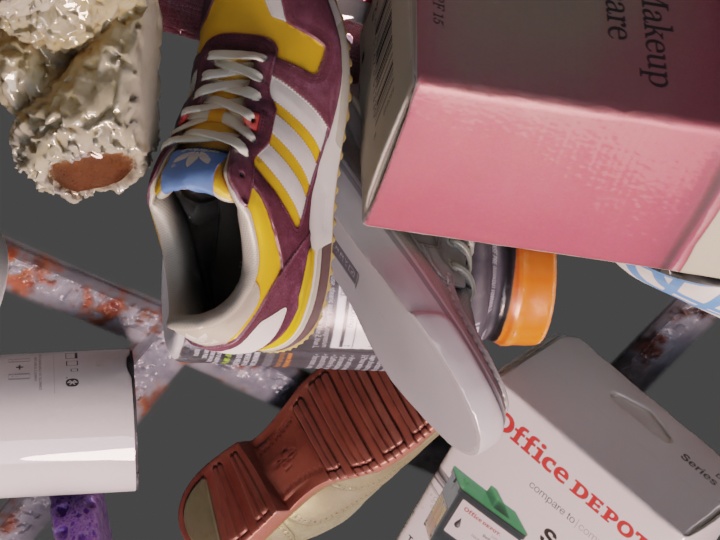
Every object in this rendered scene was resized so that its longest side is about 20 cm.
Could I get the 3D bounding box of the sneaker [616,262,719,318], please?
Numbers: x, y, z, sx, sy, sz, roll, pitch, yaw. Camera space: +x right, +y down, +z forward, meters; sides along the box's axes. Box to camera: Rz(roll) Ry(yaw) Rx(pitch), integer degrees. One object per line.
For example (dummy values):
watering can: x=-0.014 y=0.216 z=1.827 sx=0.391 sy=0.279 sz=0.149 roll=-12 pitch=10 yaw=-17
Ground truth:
sneaker: x=0.220 y=0.016 z=1.332 sx=0.199 sy=0.072 sz=0.073 roll=21 pitch=137 yaw=15

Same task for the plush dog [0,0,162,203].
plush dog: x=-0.183 y=-0.143 z=1.148 sx=0.171 sy=0.161 sz=0.200 roll=0 pitch=144 yaw=17

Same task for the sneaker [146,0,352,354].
sneaker: x=-0.055 y=-0.062 z=1.158 sx=0.075 sy=0.201 sz=0.090 roll=-4 pitch=174 yaw=29

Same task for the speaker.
speaker: x=-0.222 y=0.086 z=1.361 sx=0.199 sy=0.081 sz=0.081 roll=-3 pitch=131 yaw=-7

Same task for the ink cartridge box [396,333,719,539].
ink cartridge box: x=0.106 y=0.160 z=1.421 sx=0.084 sy=0.146 sz=0.200 roll=-26 pitch=150 yaw=-52

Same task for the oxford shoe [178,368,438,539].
oxford shoe: x=-0.010 y=0.102 z=1.430 sx=0.200 sy=0.071 sz=0.074 roll=-31 pitch=153 yaw=17

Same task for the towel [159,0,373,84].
towel: x=-0.012 y=-0.179 z=1.201 sx=0.144 sy=0.023 sz=0.200 roll=14 pitch=127 yaw=-21

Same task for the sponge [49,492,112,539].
sponge: x=-0.150 y=0.196 z=1.389 sx=0.030 sy=0.200 sz=0.112 roll=-8 pitch=133 yaw=-4

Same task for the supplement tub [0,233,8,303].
supplement tub: x=-0.289 y=-0.017 z=1.229 sx=0.132 sy=0.132 sz=0.200 roll=-38 pitch=125 yaw=23

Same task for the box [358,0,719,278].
box: x=0.106 y=-0.086 z=1.184 sx=0.199 sy=0.128 sz=0.109 roll=8 pitch=141 yaw=-11

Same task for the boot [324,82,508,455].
boot: x=0.038 y=-0.013 z=1.216 sx=0.095 sy=0.200 sz=0.074 roll=-26 pitch=163 yaw=-21

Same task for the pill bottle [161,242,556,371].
pill bottle: x=0.000 y=0.000 z=1.303 sx=0.199 sy=0.106 sz=0.107 roll=3 pitch=130 yaw=-12
